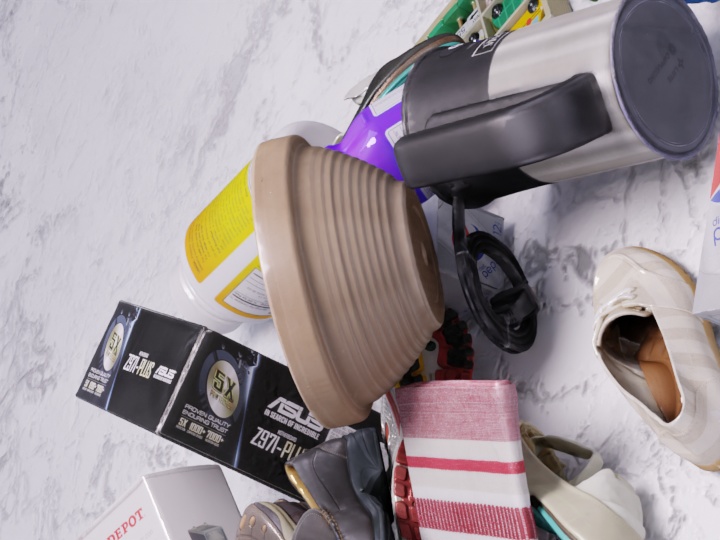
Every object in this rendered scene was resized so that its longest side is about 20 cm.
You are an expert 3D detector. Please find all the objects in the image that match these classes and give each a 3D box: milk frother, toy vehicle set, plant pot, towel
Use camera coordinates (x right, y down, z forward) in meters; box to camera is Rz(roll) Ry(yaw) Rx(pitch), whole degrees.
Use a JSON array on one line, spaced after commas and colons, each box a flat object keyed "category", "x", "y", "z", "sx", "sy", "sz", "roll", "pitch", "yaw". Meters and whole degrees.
[{"category": "milk frother", "x": 0.139, "y": -0.063, "z": 1.409, "sx": 0.188, "sy": 0.200, "sz": 0.181, "roll": -12, "pitch": 30, "yaw": 44}, {"category": "toy vehicle set", "x": 0.088, "y": -0.166, "z": 1.648, "sx": 0.200, "sy": 0.026, "sz": 0.124, "roll": -49, "pitch": 35, "yaw": 32}, {"category": "plant pot", "x": 0.000, "y": 0.000, "z": 1.406, "sx": 0.092, "sy": 0.201, "sz": 0.201, "roll": -13, "pitch": 52, "yaw": 11}, {"category": "towel", "x": 0.079, "y": 0.170, "z": 1.359, "sx": 0.144, "sy": 0.023, "sz": 0.201, "roll": -6, "pitch": 94, "yaw": 65}]

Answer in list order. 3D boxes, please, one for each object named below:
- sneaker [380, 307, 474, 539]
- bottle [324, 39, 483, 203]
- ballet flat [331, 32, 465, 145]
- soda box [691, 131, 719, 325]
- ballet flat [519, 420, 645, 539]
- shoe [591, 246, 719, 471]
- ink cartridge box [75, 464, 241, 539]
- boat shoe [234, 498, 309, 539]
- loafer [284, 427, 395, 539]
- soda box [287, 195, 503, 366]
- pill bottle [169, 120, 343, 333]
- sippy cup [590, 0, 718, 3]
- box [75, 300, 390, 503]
[{"category": "sneaker", "x": 0.054, "y": 0.128, "z": 1.488, "sx": 0.082, "sy": 0.078, "sz": 0.201, "roll": 107, "pitch": 164, "yaw": -62}, {"category": "bottle", "x": 0.033, "y": -0.090, "z": 1.557, "sx": 0.200, "sy": 0.084, "sz": 0.065, "roll": -32, "pitch": 31, "yaw": 5}, {"category": "ballet flat", "x": 0.008, "y": -0.107, "z": 1.624, "sx": 0.200, "sy": 0.068, "sz": 0.068, "roll": -56, "pitch": 42, "yaw": 6}, {"category": "soda box", "x": 0.256, "y": -0.061, "z": 1.253, "sx": 0.063, "sy": 0.068, "sz": 0.201, "roll": -14, "pitch": 61, "yaw": 56}, {"category": "ballet flat", "x": 0.138, "y": 0.146, "z": 1.332, "sx": 0.070, "sy": 0.069, "sz": 0.200, "roll": -66, "pitch": 28, "yaw": 6}, {"category": "shoe", "x": 0.185, "y": 0.045, "z": 1.319, "sx": 0.070, "sy": 0.053, "sz": 0.200, "roll": -56, "pitch": 32, "yaw": 23}, {"category": "ink cartridge box", "x": -0.138, "y": 0.271, "z": 1.620, "sx": 0.146, "sy": 0.085, "sz": 0.200, "roll": -44, "pitch": 61, "yaw": 39}, {"category": "boat shoe", "x": -0.007, "y": 0.236, "z": 1.475, "sx": 0.200, "sy": 0.073, "sz": 0.075, "roll": 53, "pitch": 136, "yaw": 22}, {"category": "loafer", "x": -0.011, "y": 0.187, "z": 1.434, "sx": 0.200, "sy": 0.072, "sz": 0.073, "roll": -99, "pitch": -2, "yaw": -62}, {"category": "soda box", "x": 0.024, "y": 0.019, "z": 1.584, "sx": 0.200, "sy": 0.063, "sz": 0.068, "roll": -33, "pitch": 45, "yaw": 47}, {"category": "pill bottle", "x": -0.078, "y": -0.029, "z": 1.758, "sx": 0.200, "sy": 0.109, "sz": 0.109, "roll": -42, "pitch": 38, "yaw": 39}, {"category": "sippy cup", "x": 0.215, "y": -0.254, "z": 1.398, "sx": 0.178, "sy": 0.139, "sz": 0.131, "roll": 107, "pitch": 152, "yaw": -51}, {"category": "box", "x": -0.088, "y": 0.108, "z": 1.587, "sx": 0.164, "sy": 0.200, "sz": 0.086, "roll": 12, "pitch": 76, "yaw": 61}]
